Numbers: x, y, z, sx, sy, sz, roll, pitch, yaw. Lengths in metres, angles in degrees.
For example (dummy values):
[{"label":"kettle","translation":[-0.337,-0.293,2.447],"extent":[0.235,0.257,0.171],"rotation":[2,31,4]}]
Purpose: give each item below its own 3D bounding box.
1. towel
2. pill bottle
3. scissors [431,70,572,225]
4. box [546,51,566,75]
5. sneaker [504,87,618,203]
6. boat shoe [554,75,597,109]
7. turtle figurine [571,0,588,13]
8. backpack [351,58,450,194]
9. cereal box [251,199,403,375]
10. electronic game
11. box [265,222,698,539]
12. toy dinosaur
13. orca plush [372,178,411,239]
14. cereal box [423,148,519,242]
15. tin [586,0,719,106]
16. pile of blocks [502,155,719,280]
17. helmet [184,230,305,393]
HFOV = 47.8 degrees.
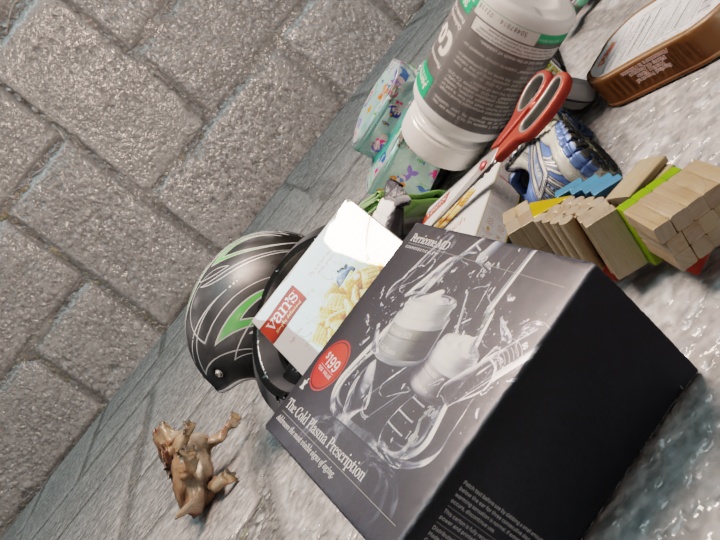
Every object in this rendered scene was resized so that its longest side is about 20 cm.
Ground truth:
[{"label":"towel","translation":[0.010,-0.051,1.034],"extent":[0.149,0.031,0.200],"rotation":[-8,-19,-44]},{"label":"pill bottle","translation":[0.124,-0.207,0.842],"extent":[0.200,0.113,0.113],"rotation":[-60,4,43]},{"label":"scissors","translation":[0.124,-0.103,0.757],"extent":[0.200,0.014,0.073],"rotation":[-54,23,19]},{"label":"box","translation":[0.214,-0.258,1.079],"extent":[0.110,0.035,0.200],"rotation":[-45,15,27]},{"label":"sneaker","translation":[0.171,-0.111,0.768],"extent":[0.085,0.077,0.200],"rotation":[-50,13,23]},{"label":"boat shoe","translation":[0.190,-0.187,0.915],"extent":[0.200,0.072,0.066],"rotation":[26,115,59]},{"label":"turtle figurine","translation":[0.278,-0.390,1.073],"extent":[0.200,0.101,0.150],"rotation":[13,99,50]},{"label":"backpack","translation":[0.070,-0.184,1.095],"extent":[0.178,0.150,0.200],"rotation":[-94,24,-72]},{"label":"cereal box","translation":[0.014,0.049,0.681],"extent":[0.200,0.040,0.144],"rotation":[40,93,33]},{"label":"electronic game","translation":[-0.038,0.049,0.784],"extent":[0.200,0.042,0.200],"rotation":[-22,58,40]},{"label":"box","translation":[0.060,0.080,0.501],"extent":[0.182,0.104,0.200],"rotation":[-53,25,-8]},{"label":"toy dinosaur","translation":[-0.221,0.266,1.061],"extent":[0.136,0.086,0.200],"rotation":[-56,27,28]},{"label":"orca plush","translation":[0.000,0.000,0.846],"extent":[0.105,0.071,0.200],"rotation":[28,97,37]},{"label":"cereal box","translation":[0.097,-0.030,0.825],"extent":[0.144,0.039,0.200],"rotation":[-42,17,45]},{"label":"tin","translation":[0.288,-0.220,0.747],"extent":[0.112,0.042,0.200],"rotation":[-53,13,-23]},{"label":"pile of blocks","translation":[0.182,-0.028,0.564],"extent":[0.082,0.062,0.200],"rotation":[-43,18,-19]},{"label":"helmet","translation":[-0.106,0.052,0.952],"extent":[0.200,0.190,0.200],"rotation":[-167,90,-82]}]
